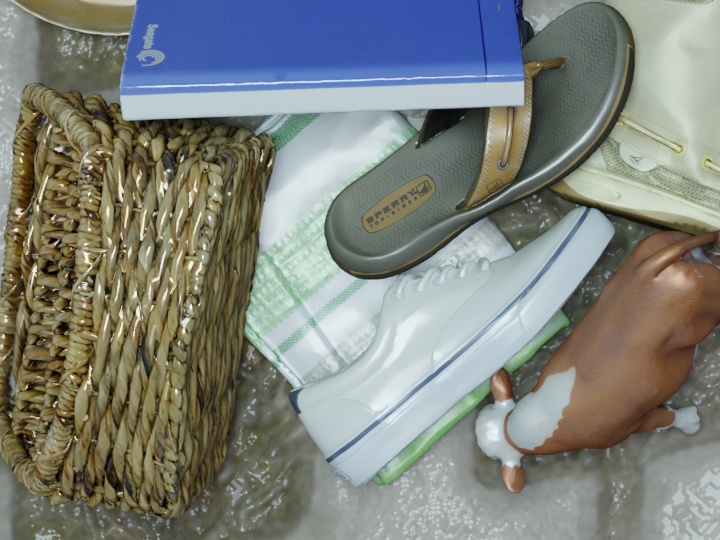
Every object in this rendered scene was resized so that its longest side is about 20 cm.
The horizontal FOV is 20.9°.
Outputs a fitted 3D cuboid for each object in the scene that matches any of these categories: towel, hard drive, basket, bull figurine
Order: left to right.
[{"bbox_3d":[-0.140,0.017,1.013,0.148,0.143,0.202,12,104,7],"label":"basket"},{"bbox_3d":[-0.019,-0.123,1.011,0.198,0.132,0.026,-2,125,1],"label":"hard drive"},{"bbox_3d":[0.000,0.000,1.083,0.149,0.031,0.200,-41,90,3],"label":"towel"},{"bbox_3d":[0.144,0.048,1.031,0.121,0.200,0.065,-6,59,-34],"label":"bull figurine"}]

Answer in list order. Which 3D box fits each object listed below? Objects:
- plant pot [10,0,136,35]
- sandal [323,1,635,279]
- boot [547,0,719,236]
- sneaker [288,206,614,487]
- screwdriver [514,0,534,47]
[{"bbox_3d":[-0.135,-0.230,1.086,0.198,0.027,0.202,0,91,1],"label":"plant pot"},{"bbox_3d":[0.059,-0.072,1.029,0.199,0.055,0.082,-33,54,8],"label":"sandal"},{"bbox_3d":[0.213,-0.090,1.055,0.199,0.073,0.157,14,91,6],"label":"boot"},{"bbox_3d":[0.047,0.027,1.038,0.200,0.073,0.071,-42,91,-1],"label":"sneaker"},{"bbox_3d":[0.084,-0.178,1.084,0.028,0.029,0.202,1,86,2],"label":"screwdriver"}]
